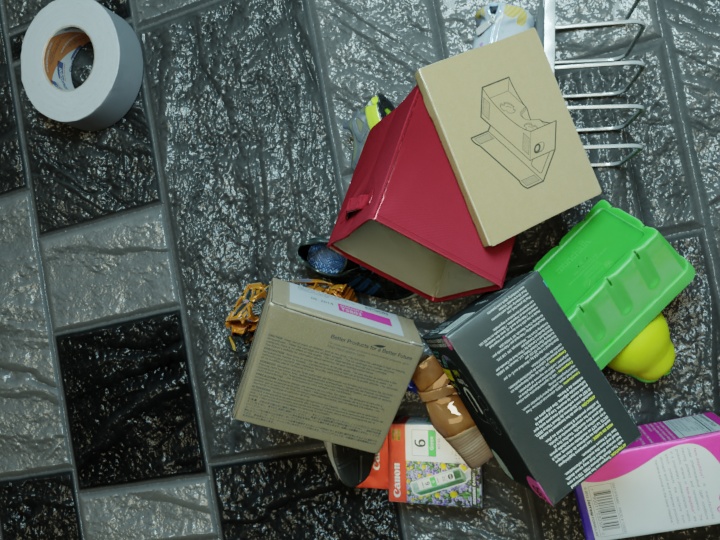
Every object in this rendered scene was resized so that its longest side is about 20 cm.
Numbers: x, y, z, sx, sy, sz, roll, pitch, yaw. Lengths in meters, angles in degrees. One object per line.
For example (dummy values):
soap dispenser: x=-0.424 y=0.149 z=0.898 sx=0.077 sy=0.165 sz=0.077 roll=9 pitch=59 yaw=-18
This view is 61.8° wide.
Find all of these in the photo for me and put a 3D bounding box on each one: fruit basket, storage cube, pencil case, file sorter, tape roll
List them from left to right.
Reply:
tape roll: x=-0.463 y=-0.342 z=1.000 sx=0.194 sy=0.066 sz=0.207 roll=0 pitch=90 yaw=15
storage cube: x=0.086 y=-0.086 z=0.735 sx=0.196 sy=0.170 sz=0.184 roll=25 pitch=74 yaw=-16
pencil case: x=0.176 y=-0.248 z=0.810 sx=0.081 sy=0.091 sz=0.206 roll=12 pitch=94 yaw=15
file sorter: x=0.283 y=-0.237 z=0.757 sx=0.121 sy=0.139 sz=0.207 roll=1 pitch=90 yaw=12
fruit basket: x=0.315 y=0.049 z=0.762 sx=0.217 sy=0.214 sz=0.156 roll=-53 pitch=40 yaw=9

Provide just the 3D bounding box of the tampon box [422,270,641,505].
tampon box: x=0.182 y=0.127 z=0.682 sx=0.125 sy=0.150 sz=0.203 roll=-32 pitch=86 yaw=-7

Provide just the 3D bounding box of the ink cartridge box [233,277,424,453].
ink cartridge box: x=-0.042 y=0.121 z=0.747 sx=0.195 sy=0.075 sz=0.168 roll=17 pitch=109 yaw=-13

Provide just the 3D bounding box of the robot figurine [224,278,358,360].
robot figurine: x=-0.108 y=0.064 z=0.859 sx=0.195 sy=0.059 sz=0.147 roll=1 pitch=45 yaw=27

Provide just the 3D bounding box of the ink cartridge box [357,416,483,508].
ink cartridge box: x=0.076 y=0.269 z=0.856 sx=0.194 sy=0.050 sz=0.113 roll=-1 pitch=89 yaw=14

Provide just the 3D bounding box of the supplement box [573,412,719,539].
supplement box: x=0.365 y=0.256 z=0.750 sx=0.195 sy=0.103 sz=0.104 roll=-15 pitch=85 yaw=16

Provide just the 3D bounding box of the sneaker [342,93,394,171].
sneaker: x=0.033 y=-0.142 z=0.868 sx=0.080 sy=0.073 sz=0.206 roll=-16 pitch=87 yaw=35

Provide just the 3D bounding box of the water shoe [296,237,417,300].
water shoe: x=0.000 y=0.000 z=0.863 sx=0.194 sy=0.079 sz=0.074 roll=11 pitch=93 yaw=15

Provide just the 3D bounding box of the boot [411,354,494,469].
boot: x=0.170 y=0.137 z=0.788 sx=0.198 sy=0.074 sz=0.156 roll=-36 pitch=89 yaw=-13

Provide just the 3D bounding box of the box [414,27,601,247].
box: x=0.166 y=-0.150 z=0.665 sx=0.160 sy=0.021 sz=0.205 roll=-23 pitch=90 yaw=-16

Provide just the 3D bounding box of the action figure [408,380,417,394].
action figure: x=0.070 y=0.154 z=0.838 sx=0.194 sy=0.099 sz=0.067 roll=2 pitch=89 yaw=18

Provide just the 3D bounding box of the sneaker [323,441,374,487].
sneaker: x=-0.045 y=0.206 z=0.880 sx=0.114 sy=0.074 sz=0.206 roll=-6 pitch=98 yaw=56
